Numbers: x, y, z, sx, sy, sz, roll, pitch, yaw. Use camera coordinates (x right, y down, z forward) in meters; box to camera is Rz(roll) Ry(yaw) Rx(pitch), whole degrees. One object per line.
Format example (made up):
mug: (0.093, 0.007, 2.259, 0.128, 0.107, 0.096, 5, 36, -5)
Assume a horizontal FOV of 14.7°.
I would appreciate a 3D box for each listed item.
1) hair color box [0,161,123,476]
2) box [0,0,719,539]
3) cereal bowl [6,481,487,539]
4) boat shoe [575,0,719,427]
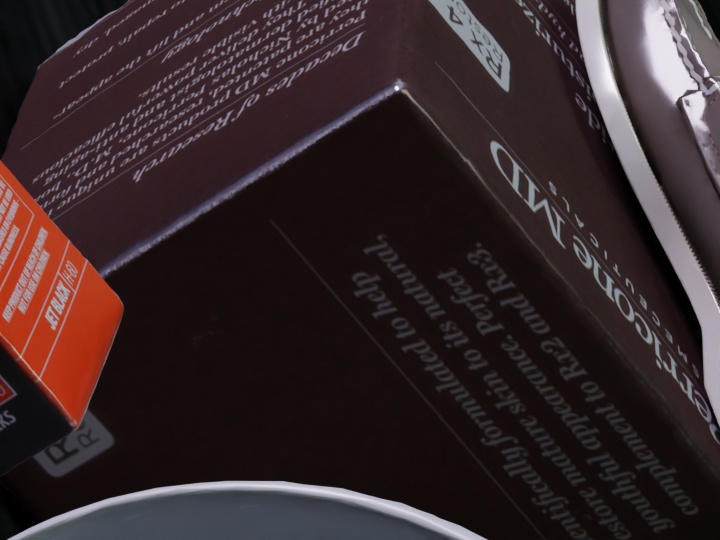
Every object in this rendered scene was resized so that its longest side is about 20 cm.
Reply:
hair color box: (-0.154, -0.028, 0.596, 0.200, 0.101, 0.061, 50, 22, -17)
box: (0.000, 0.000, 0.812, 0.166, 0.164, 0.200, 50, 22, -23)
cereal bowl: (-0.016, 0.143, 0.541, 0.200, 0.200, 0.083, 65, 8, 18)
boat shoe: (0.116, -0.012, 0.773, 0.072, 0.060, 0.200, 31, 34, -52)
